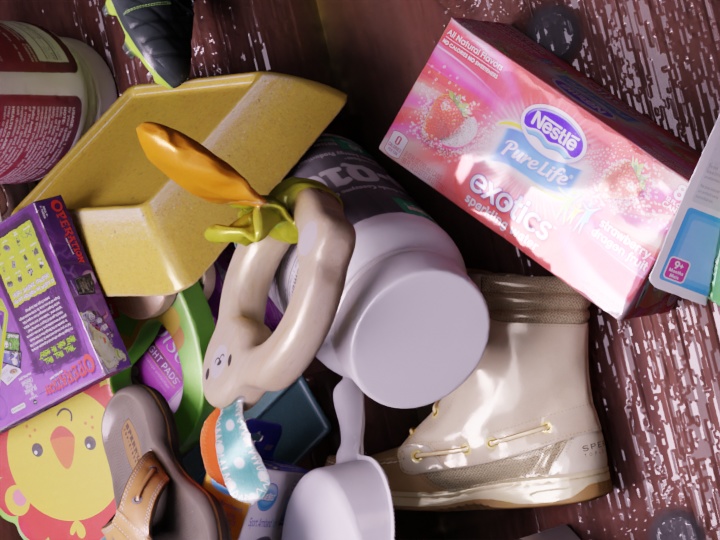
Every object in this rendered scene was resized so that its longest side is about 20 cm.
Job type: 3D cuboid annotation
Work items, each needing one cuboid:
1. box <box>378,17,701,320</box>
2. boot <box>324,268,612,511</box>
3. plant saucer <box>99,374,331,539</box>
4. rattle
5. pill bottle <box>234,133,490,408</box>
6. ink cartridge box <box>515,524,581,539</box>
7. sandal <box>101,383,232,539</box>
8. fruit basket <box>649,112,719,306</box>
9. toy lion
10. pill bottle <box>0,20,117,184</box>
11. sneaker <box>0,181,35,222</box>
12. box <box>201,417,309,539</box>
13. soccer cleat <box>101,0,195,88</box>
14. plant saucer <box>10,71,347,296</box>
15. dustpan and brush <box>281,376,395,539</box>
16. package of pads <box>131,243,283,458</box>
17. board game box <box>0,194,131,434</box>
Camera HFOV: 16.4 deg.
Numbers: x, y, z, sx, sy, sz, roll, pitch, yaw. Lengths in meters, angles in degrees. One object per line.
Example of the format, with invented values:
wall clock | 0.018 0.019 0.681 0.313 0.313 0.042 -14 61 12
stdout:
box | 0.128 -0.066 1.575 0.200 0.095 0.103 37 108 21
boot | 0.063 0.077 1.629 0.199 0.073 0.157 -4 91 26
plant saucer | -0.096 0.147 1.657 0.200 0.070 0.019 -45 40 -21
rattle | -0.094 0.032 1.488 0.130 0.142 0.201 46 113 42
pill bottle | 0.000 0.000 1.587 0.114 0.112 0.200 -65 32 15
ink cartridge box | 0.068 0.244 1.565 0.146 0.200 0.085 -45 73 21
sandal | -0.134 0.143 1.554 0.082 0.054 0.201 -55 39 28
fruit basket | 0.285 -0.055 1.460 0.201 0.184 0.094 -65 25 15
toy lion | -0.175 0.094 1.679 0.199 0.069 0.193 -16 88 29
pill bottle | -0.260 -0.116 1.715 0.113 0.200 0.115 1 93 27
sneaker | -0.272 0.020 1.799 0.070 0.075 0.202 -5 90 27
box | -0.084 0.196 1.611 0.041 0.119 0.201 21 90 18
soccer cleat | -0.135 -0.215 1.691 0.081 0.067 0.201 -26 56 19
plant saucer | -0.135 -0.065 1.637 0.199 0.200 0.049 -1 130 44
dustpan and brush | -0.012 0.147 1.591 0.140 0.057 0.201 132 134 -53
package of pads | -0.143 0.074 1.735 0.200 0.076 0.121 -45 73 22
board game box | -0.235 0.039 1.636 0.199 0.032 0.121 -26 82 46
